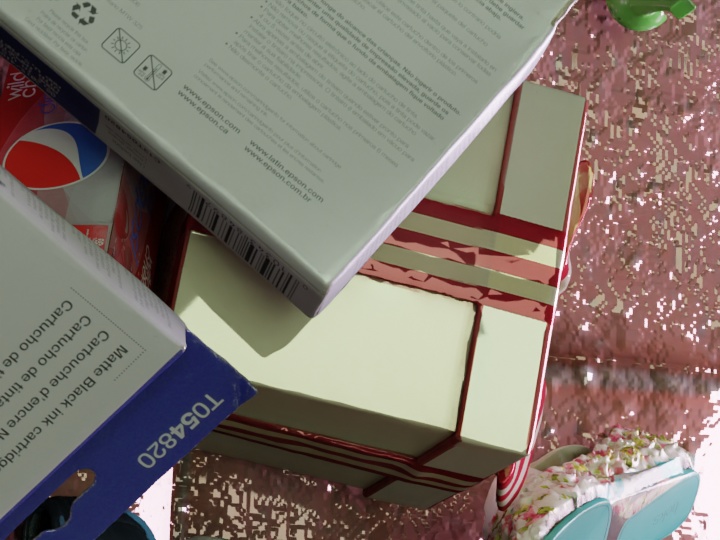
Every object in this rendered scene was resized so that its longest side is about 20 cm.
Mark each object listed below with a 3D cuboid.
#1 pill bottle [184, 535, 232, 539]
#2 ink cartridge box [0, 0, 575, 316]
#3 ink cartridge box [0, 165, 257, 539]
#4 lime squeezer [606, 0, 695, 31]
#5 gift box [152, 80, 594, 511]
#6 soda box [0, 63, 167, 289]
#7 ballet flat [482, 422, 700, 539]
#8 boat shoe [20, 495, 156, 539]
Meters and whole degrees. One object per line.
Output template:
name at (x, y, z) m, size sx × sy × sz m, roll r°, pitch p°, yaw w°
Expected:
pill bottle at (0.002, 0.193, 1.088) m, size 0.199 × 0.113 × 0.114 m, roll 16°, pitch 74°, yaw -26°
ink cartridge box at (-0.030, -0.117, 0.980) m, size 0.199 × 0.041 × 0.200 m, roll 40°, pitch 69°, yaw 4°
ink cartridge box at (-0.168, 0.062, 0.917) m, size 0.200 × 0.041 × 0.200 m, roll -43°, pitch 121°, yaw 9°
lime squeezer at (0.162, -0.167, 1.266) m, size 0.038 × 0.071 × 0.200 m, roll 34°, pitch 36°, yaw -2°
gift box at (0.000, 0.000, 1.086) m, size 0.186 × 0.200 × 0.186 m, roll 14°, pitch 78°, yaw -9°
soda box at (-0.120, -0.041, 1.025) m, size 0.063 × 0.070 × 0.201 m, roll -3°, pitch 40°, yaw 7°
ballet flat at (0.097, 0.116, 1.146) m, size 0.200 × 0.064 × 0.076 m, roll -9°, pitch 123°, yaw -60°
boat shoe at (-0.142, 0.196, 1.035) m, size 0.069 × 0.084 × 0.201 m, roll 29°, pitch 54°, yaw -41°
